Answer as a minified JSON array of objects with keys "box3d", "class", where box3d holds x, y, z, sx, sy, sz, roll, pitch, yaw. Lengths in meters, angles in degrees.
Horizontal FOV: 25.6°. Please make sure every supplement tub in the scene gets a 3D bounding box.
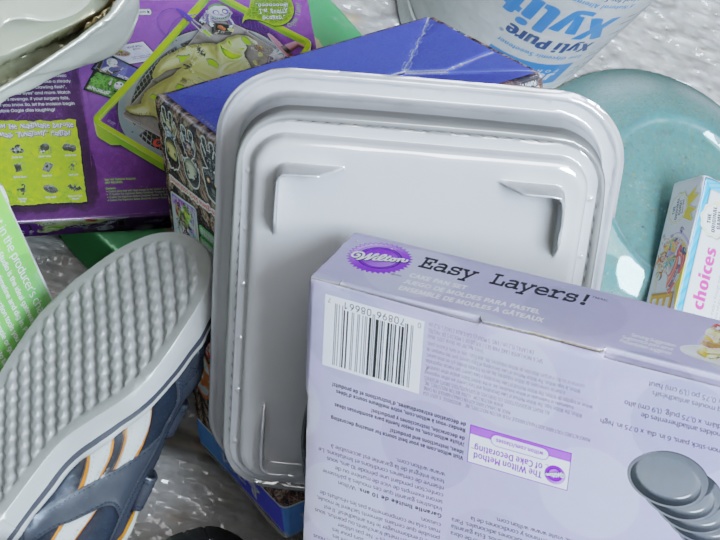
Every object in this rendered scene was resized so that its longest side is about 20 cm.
[{"box3d":[0.111,-0.190,0.890,0.130,0.200,0.134,6,69,-18],"class":"supplement tub"}]

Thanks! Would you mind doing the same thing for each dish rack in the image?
[{"box3d":[0.019,0.020,0.673,0.169,0.202,0.044,4,30,-2],"class":"dish rack"}]

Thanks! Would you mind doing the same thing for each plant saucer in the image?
[{"box3d":[0.186,-0.036,0.955,0.198,0.039,0.204,7,71,-19],"class":"plant saucer"}]

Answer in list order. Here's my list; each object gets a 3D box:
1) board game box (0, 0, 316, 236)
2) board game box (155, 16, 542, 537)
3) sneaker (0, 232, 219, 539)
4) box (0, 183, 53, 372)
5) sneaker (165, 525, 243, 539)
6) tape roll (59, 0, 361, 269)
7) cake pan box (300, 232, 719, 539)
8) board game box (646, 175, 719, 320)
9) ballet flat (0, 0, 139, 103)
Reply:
[{"box3d":[-0.112,-0.081,0.812,0.197,0.032,0.122,-4,77,-21],"class":"board game box"},{"box3d":[0.000,0.000,0.780,0.158,0.097,0.202,-20,123,-25],"class":"board game box"},{"box3d":[-0.128,0.074,0.734,0.200,0.079,0.078,-48,53,-3],"class":"sneaker"},{"box3d":[-0.221,0.068,0.722,0.199,0.036,0.146,-39,132,-26],"class":"box"},{"box3d":[-0.125,0.175,0.705,0.199,0.088,0.076,6,41,-50],"class":"sneaker"},{"box3d":[-0.079,-0.075,0.864,0.198,0.048,0.203,6,70,-18],"class":"tape roll"},{"box3d":[0.065,0.094,0.623,0.198,0.187,0.052,13,28,20],"class":"cake pan box"},{"box3d":[0.221,0.064,0.908,0.133,0.034,0.203,20,79,-19],"class":"board game box"},{"box3d":[-0.188,-0.101,0.741,0.199,0.069,0.070,-32,85,-27],"class":"ballet flat"}]
